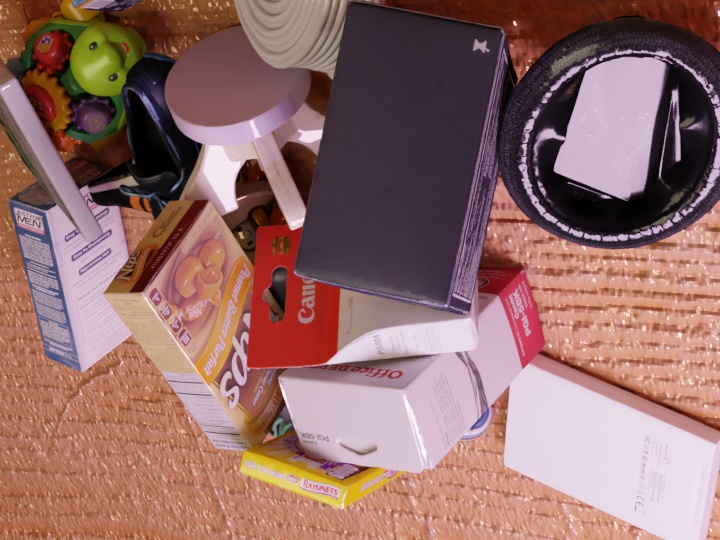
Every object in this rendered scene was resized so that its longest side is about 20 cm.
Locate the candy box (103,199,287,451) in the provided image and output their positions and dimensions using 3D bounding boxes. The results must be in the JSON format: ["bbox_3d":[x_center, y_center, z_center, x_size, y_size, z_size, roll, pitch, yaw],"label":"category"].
[{"bbox_3d":[-0.129,0.050,1.463,0.055,0.116,0.201,0,135,39],"label":"candy box"}]

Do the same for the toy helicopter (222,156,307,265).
[{"bbox_3d":[-0.101,-0.007,1.593,0.201,0.131,0.079,77,168,-50],"label":"toy helicopter"}]

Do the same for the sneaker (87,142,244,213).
[{"bbox_3d":[-0.191,-0.068,1.653,0.199,0.070,0.091,-9,110,42],"label":"sneaker"}]

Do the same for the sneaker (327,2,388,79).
[{"bbox_3d":[0.038,-0.161,1.386,0.200,0.078,0.090,45,136,5],"label":"sneaker"}]

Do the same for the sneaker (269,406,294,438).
[{"bbox_3d":[-0.067,0.156,1.698,0.198,0.087,0.075,23,132,26],"label":"sneaker"}]

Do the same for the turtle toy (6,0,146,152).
[{"bbox_3d":[-0.267,-0.187,1.609,0.199,0.101,0.147,-23,103,47],"label":"turtle toy"}]

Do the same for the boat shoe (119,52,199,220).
[{"bbox_3d":[-0.192,-0.100,1.544,0.083,0.069,0.202,5,124,30],"label":"boat shoe"}]

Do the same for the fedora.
[{"bbox_3d":[0.195,-0.116,1.254,0.198,0.092,0.202,4,129,5],"label":"fedora"}]

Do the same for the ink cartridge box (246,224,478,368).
[{"bbox_3d":[0.000,0.000,1.416,0.197,0.161,0.048,-5,140,8],"label":"ink cartridge box"}]

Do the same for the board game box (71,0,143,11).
[{"bbox_3d":[-0.182,-0.325,1.413,0.199,0.056,0.167,-12,83,49],"label":"board game box"}]

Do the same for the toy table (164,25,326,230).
[{"bbox_3d":[-0.089,-0.124,1.463,0.182,0.201,0.118,-18,120,7],"label":"toy table"}]

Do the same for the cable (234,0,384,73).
[{"bbox_3d":[-0.043,-0.259,1.331,0.200,0.069,0.202,-54,48,51],"label":"cable"}]

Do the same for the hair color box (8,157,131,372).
[{"bbox_3d":[-0.299,-0.006,1.770,0.060,0.100,0.202,17,129,32],"label":"hair color box"}]

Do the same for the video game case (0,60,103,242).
[{"bbox_3d":[-0.329,-0.142,1.618,0.182,0.022,0.201,44,164,46],"label":"video game case"}]

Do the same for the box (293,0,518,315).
[{"bbox_3d":[0.038,-0.078,1.250,0.122,0.198,0.202,11,88,7],"label":"box"}]

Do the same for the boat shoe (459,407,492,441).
[{"bbox_3d":[0.037,0.122,1.607,0.198,0.073,0.073,19,150,23],"label":"boat shoe"}]

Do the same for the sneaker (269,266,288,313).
[{"bbox_3d":[-0.070,0.029,1.567,0.084,0.075,0.200,25,148,-10],"label":"sneaker"}]

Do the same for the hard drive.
[{"bbox_3d":[0.223,0.161,1.499,0.199,0.026,0.133,23,132,27],"label":"hard drive"}]

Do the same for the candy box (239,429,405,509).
[{"bbox_3d":[-0.024,0.170,1.513,0.101,0.200,0.027,14,99,18],"label":"candy box"}]

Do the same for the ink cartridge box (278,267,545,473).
[{"bbox_3d":[0.047,0.079,1.460,0.146,0.200,0.084,2,121,39],"label":"ink cartridge box"}]
